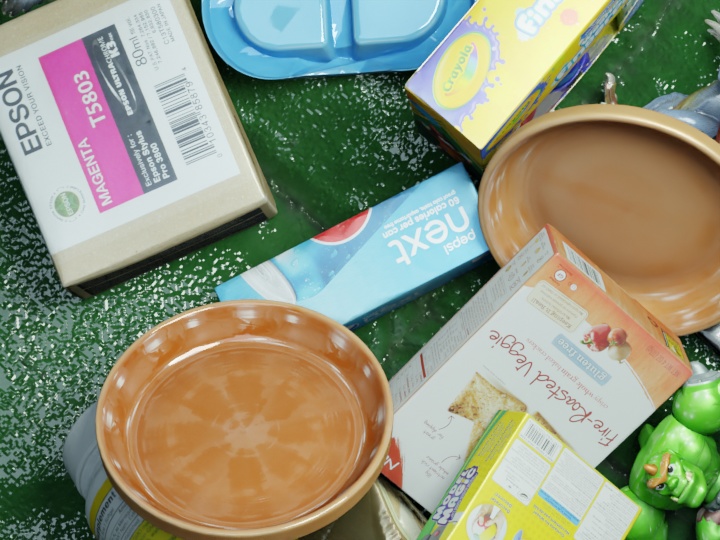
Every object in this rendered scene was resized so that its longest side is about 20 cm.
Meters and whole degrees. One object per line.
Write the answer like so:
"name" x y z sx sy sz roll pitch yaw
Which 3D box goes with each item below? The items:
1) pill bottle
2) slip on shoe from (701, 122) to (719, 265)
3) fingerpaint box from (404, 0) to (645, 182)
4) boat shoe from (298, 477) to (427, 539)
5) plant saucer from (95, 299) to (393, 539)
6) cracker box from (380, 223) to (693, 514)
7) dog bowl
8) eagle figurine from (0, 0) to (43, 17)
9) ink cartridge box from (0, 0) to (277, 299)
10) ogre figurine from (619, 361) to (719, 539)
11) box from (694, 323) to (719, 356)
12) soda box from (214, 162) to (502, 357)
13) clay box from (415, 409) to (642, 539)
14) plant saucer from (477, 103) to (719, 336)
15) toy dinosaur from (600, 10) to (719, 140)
"pill bottle" -0.118 0.176 1.486 0.114 0.114 0.200 -39 55 0
"slip on shoe" 0.267 -0.075 1.471 0.074 0.061 0.201 10 122 10
"fingerpaint box" 0.125 -0.165 1.508 0.073 0.167 0.200 40 87 8
"boat shoe" 0.013 0.191 1.517 0.074 0.066 0.200 -41 72 12
"plant saucer" -0.077 0.104 1.453 0.199 0.032 0.201 -1 48 1
"cracker box" 0.109 0.086 1.485 0.134 0.058 0.200 39 107 -17
"dog bowl" -0.014 -0.193 1.582 0.199 0.050 0.112 -4 83 4
"eagle figurine" -0.193 -0.286 1.554 0.199 0.152 0.152 -22 87 3
"ink cartridge box" -0.173 -0.103 1.572 0.164 0.075 0.201 -24 83 1
"ogre figurine" 0.244 0.153 1.499 0.119 0.098 0.201 29 123 2
"box" 0.305 0.011 1.538 0.200 0.036 0.143 42 88 10
"soda box" 0.000 0.000 1.551 0.199 0.064 0.068 -27 82 1
"clay box" 0.088 0.206 1.429 0.115 0.048 0.200 40 76 -19
"plant saucer" 0.179 -0.037 1.463 0.199 0.201 0.038 18 47 7
"toy dinosaur" 0.262 -0.116 1.531 0.180 0.105 0.201 1 110 11
